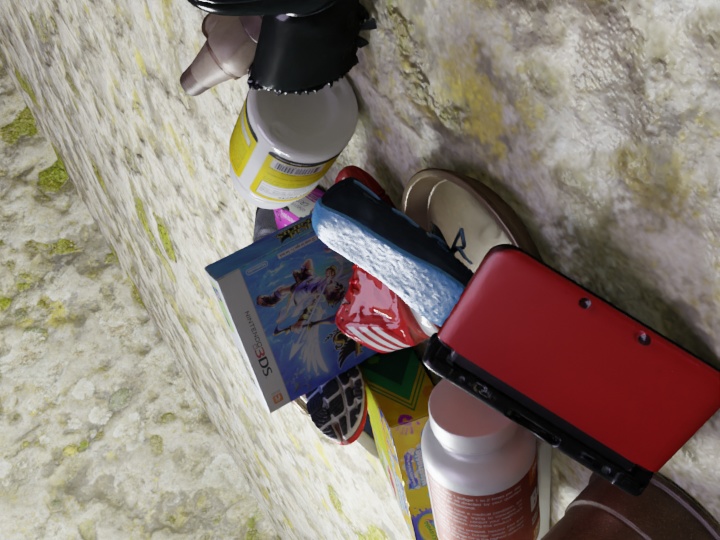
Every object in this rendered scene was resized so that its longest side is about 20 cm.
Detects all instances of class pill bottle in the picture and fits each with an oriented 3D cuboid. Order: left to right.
[{"bbox_3d":[-0.081,-0.141,0.947,0.115,0.114,0.200,59,159,2],"label":"pill bottle"},{"bbox_3d":[0.119,0.196,0.863,0.112,0.111,0.202,38,150,43],"label":"pill bottle"}]

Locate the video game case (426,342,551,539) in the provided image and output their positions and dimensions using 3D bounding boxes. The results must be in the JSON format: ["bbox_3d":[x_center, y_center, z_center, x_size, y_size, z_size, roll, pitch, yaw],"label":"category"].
[{"bbox_3d":[0.145,0.194,0.990,0.182,0.023,0.202,41,153,40],"label":"video game case"}]

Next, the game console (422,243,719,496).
[{"bbox_3d":[0.162,0.074,0.705,0.199,0.120,0.172,32,-174,4],"label":"game console"}]

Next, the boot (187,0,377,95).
[{"bbox_3d":[-0.068,-0.211,0.725,0.074,0.197,0.163,54,151,18],"label":"boot"}]

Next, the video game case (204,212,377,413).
[{"bbox_3d":[-0.051,0.035,0.980,0.045,0.198,0.183,37,150,55],"label":"video game case"}]

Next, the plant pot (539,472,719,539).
[{"bbox_3d":[0.205,0.304,0.755,0.200,0.197,0.202,47,154,30],"label":"plant pot"}]

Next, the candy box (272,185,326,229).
[{"bbox_3d":[-0.036,0.002,1.099,0.136,0.061,0.202,34,148,48],"label":"candy box"}]

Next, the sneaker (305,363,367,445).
[{"bbox_3d":[-0.020,0.149,1.059,0.085,0.077,0.200,54,-174,-27],"label":"sneaker"}]

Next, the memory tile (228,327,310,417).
[{"bbox_3d":[-0.109,0.152,1.219,0.200,0.017,0.153,47,178,-20],"label":"memory tile"}]

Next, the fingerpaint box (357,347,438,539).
[{"bbox_3d":[0.061,0.201,1.052,0.167,0.072,0.202,-119,13,-58],"label":"fingerpaint box"}]

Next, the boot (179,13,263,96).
[{"bbox_3d":[-0.101,-0.250,0.879,0.145,0.201,0.070,-27,119,36],"label":"boot"}]

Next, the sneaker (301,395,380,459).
[{"bbox_3d":[-0.019,0.163,1.181,0.199,0.085,0.075,40,179,-13],"label":"sneaker"}]

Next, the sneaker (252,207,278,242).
[{"bbox_3d":[-0.129,-0.004,1.161,0.075,0.113,0.203,-4,89,29],"label":"sneaker"}]

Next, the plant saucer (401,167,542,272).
[{"bbox_3d":[0.108,-0.006,0.808,0.200,0.029,0.201,48,157,29],"label":"plant saucer"}]

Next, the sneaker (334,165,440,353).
[{"bbox_3d":[0.000,0.000,0.921,0.202,0.115,0.078,62,-157,-2],"label":"sneaker"}]

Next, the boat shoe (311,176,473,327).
[{"bbox_3d":[0.054,-0.019,0.773,0.199,0.069,0.084,38,144,-4],"label":"boat shoe"}]
